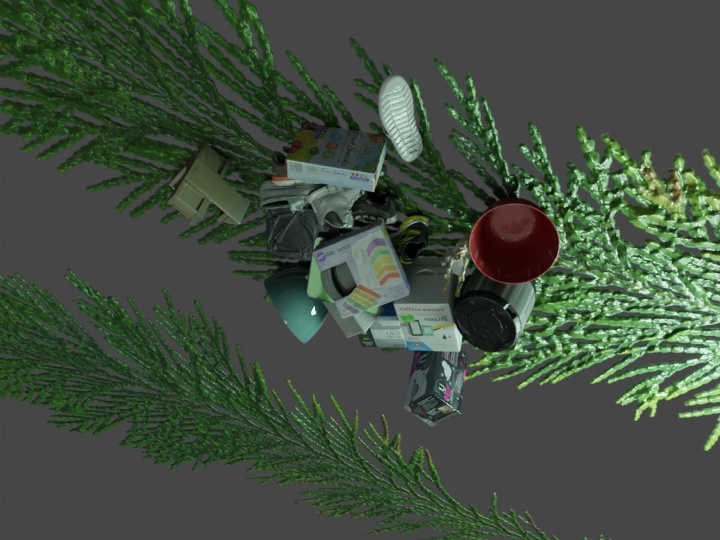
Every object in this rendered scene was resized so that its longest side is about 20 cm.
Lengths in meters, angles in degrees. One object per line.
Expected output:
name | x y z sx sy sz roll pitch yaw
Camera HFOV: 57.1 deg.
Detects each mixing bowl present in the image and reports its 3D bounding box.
mixing bowl | 0.340 -0.085 1.477 0.193 0.110 0.205 5 124 8

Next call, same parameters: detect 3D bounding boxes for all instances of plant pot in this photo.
plant pot | -0.151 0.071 1.781 0.133 0.201 0.202 -35 124 1

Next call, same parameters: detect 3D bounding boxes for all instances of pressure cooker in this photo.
pressure cooker | 0.329 0.072 1.588 0.178 0.201 0.176 40 138 -1

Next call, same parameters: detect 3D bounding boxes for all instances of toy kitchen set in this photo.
toy kitchen set | -0.380 -0.156 1.586 0.162 0.203 0.179 39 134 -23

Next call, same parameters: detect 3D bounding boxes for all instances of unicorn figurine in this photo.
unicorn figurine | 0.223 -0.017 1.544 0.072 0.141 0.200 22 152 -9

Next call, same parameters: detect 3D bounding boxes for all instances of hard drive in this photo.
hard drive | -0.141 -0.097 1.657 0.193 0.042 0.139 8 115 13

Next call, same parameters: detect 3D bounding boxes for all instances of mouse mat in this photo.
mouse mat | -0.033 0.013 1.630 0.194 0.008 0.166 14 110 6

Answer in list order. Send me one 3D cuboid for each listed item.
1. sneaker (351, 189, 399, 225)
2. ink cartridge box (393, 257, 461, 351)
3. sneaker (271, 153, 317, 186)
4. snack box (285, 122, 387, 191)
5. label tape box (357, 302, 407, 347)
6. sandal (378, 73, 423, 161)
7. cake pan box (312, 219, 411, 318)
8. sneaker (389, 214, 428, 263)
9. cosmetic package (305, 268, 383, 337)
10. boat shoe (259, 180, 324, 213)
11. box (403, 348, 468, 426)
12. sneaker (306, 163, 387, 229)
sneaker | -0.005 -0.163 1.560 0.193 0.068 0.092 5 134 8
ink cartridge box | 0.179 0.087 1.685 0.142 0.149 0.203 -1 140 19
sneaker | -0.114 -0.245 1.503 0.193 0.077 0.084 -6 111 7
snack box | -0.050 -0.247 1.425 0.193 0.145 0.054 11 137 8
label tape box | 0.065 0.174 1.885 0.139 0.067 0.203 -1 133 20
sandal | 0.074 -0.314 1.379 0.050 0.082 0.206 40 160 44
cake pan box | 0.000 0.000 1.583 0.195 0.052 0.189 -18 104 20
sneaker | 0.092 -0.047 1.603 0.073 0.086 0.200 19 131 -29
cosmetic package | -0.040 0.057 1.716 0.089 0.107 0.203 -20 108 48
boat shoe | -0.153 -0.171 1.577 0.195 0.074 0.070 3 168 21
box | 0.213 0.311 1.876 0.114 0.203 0.131 36 135 -19
sneaker | -0.016 -0.157 1.496 0.195 0.075 0.119 -20 97 13
